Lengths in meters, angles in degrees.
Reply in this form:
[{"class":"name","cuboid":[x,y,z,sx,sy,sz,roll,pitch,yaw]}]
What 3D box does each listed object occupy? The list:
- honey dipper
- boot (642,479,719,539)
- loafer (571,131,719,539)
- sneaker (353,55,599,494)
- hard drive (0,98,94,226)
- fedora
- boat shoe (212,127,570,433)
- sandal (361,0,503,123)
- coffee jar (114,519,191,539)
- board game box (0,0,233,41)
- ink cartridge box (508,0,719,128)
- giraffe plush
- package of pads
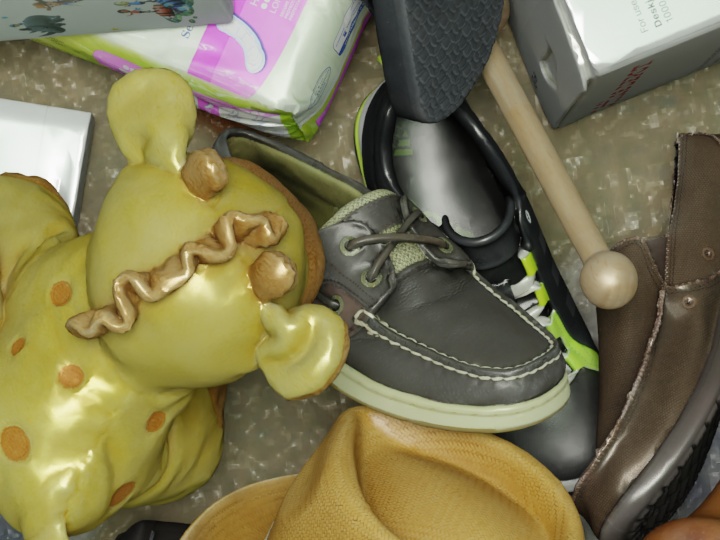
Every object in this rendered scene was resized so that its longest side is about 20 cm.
[{"class":"honey dipper","cuboid":[0.064,-0.064,0.869,0.038,0.038,0.200,-22,54,-3]},{"class":"boot","cuboid":[0.169,0.068,0.840,0.074,0.200,0.155,18,87,25]},{"class":"loafer","cuboid":[0.126,0.025,0.888,0.071,0.073,0.200,22,62,13]},{"class":"sneaker","cuboid":[0.047,0.004,0.889,0.072,0.083,0.200,-27,87,-3]},{"class":"hard drive","cuboid":[-0.223,-0.017,0.914,0.199,0.027,0.132,9,86,-1]},{"class":"fedora","cuboid":[0.024,0.109,0.797,0.200,0.201,0.082,11,116,0]},{"class":"boat shoe","cuboid":[0.000,-0.001,0.846,0.072,0.201,0.066,-22,126,-36]},{"class":"sandal","cuboid":[0.014,-0.158,0.835,0.043,0.076,0.201,2,107,36]},{"class":"coffee jar","cuboid":[-0.015,0.165,0.864,0.199,0.104,0.086,12,117,0]},{"class":"board game box","cuboid":[-0.155,-0.168,0.843,0.199,0.064,0.148,-5,81,8]},{"class":"ink cartridge box","cuboid":[0.159,-0.139,0.871,0.200,0.145,0.085,-23,86,-3]},{"class":"giraffe plush","cuboid":[-0.083,0.012,0.790,0.173,0.200,0.162,41,117,-16]},{"class":"package of pads","cuboid":[-0.082,-0.156,0.899,0.200,0.068,0.155,24,85,9]}]
